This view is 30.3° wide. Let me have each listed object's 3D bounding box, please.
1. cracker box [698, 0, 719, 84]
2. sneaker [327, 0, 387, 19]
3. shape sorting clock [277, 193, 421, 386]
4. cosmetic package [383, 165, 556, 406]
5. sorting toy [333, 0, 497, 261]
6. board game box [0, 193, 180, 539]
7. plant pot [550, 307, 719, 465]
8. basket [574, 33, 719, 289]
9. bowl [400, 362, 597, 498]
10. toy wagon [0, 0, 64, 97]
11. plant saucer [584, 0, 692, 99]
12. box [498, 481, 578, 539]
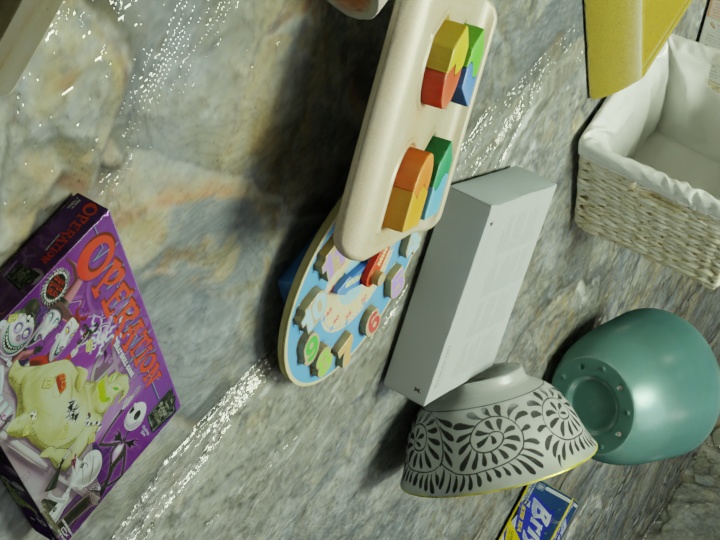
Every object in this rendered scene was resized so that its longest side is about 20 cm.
[{"bbox_3d":[0.474,-0.294,1.684,0.134,0.057,0.201,-41,147,-43],"label":"cracker box"},{"bbox_3d":[0.005,-0.236,0.757,0.080,0.071,0.200,-54,163,-23],"label":"sneaker"},{"bbox_3d":[0.000,0.000,1.020,0.200,0.039,0.201,-46,151,-35],"label":"shape sorting clock"},{"bbox_3d":[0.102,0.011,1.230,0.151,0.051,0.201,-22,134,-60],"label":"cosmetic package"},{"bbox_3d":[0.048,-0.103,0.921,0.200,0.036,0.186,-21,128,-70],"label":"sorting toy"},{"bbox_3d":[-0.166,0.063,0.756,0.120,0.032,0.201,-55,156,-29],"label":"board game box"},{"bbox_3d":[0.337,0.158,1.707,0.160,0.200,0.202,-9,123,-48],"label":"plant pot"},{"bbox_3d":[0.360,-0.117,1.454,0.200,0.197,0.161,-51,156,-28],"label":"basket"},{"bbox_3d":[0.126,0.147,1.305,0.200,0.200,0.095,-21,100,-57],"label":"bowl"},{"bbox_3d":[-0.195,-0.106,0.425,0.199,0.040,0.155,10,138,-35],"label":"toy wagon"},{"bbox_3d":[0.292,-0.291,1.322,0.201,0.048,0.200,-56,155,-18],"label":"plant saucer"},{"bbox_3d":[0.227,0.393,1.857,0.201,0.070,0.064,-61,159,-6],"label":"box"}]
